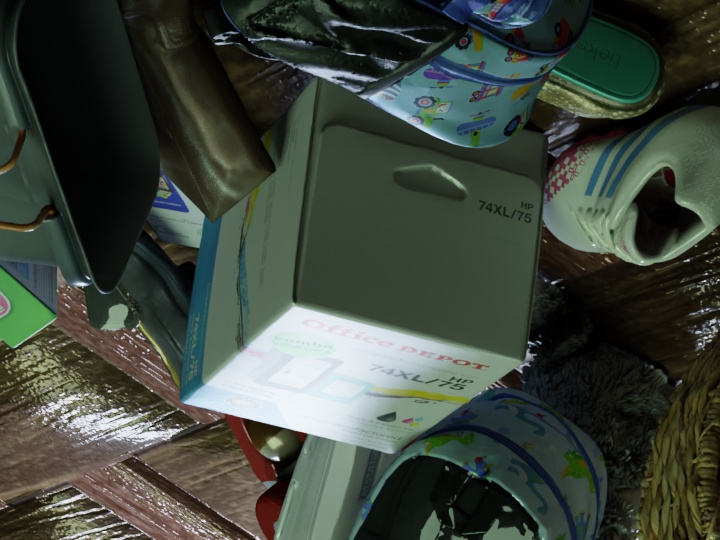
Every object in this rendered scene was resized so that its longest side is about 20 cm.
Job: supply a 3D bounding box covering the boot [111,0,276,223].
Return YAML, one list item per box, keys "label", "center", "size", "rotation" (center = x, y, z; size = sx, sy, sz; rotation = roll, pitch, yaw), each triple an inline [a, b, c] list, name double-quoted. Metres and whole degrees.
- label: "boot"
  center: [-0.085, -0.119, 1.658]
  size: [0.186, 0.064, 0.200]
  rotation: [9, 127, 56]

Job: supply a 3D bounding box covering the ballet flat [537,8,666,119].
- label: "ballet flat"
  center: [0.066, -0.133, 1.578]
  size: [0.200, 0.071, 0.065]
  rotation: [31, 168, -2]

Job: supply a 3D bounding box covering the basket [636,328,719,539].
- label: "basket"
  center: [0.261, 0.101, 1.676]
  size: [0.143, 0.200, 0.149]
  rotation: [38, 154, -19]

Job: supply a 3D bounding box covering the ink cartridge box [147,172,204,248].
- label: "ink cartridge box"
  center: [-0.115, -0.081, 1.859]
  size: [0.099, 0.039, 0.200]
  rotation: [11, 152, 28]

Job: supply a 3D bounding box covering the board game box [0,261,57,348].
- label: "board game box"
  center: [-0.275, -0.064, 1.912]
  size: [0.040, 0.153, 0.200]
  rotation: [-35, 122, 19]

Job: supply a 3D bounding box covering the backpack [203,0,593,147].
- label: "backpack"
  center: [0.038, -0.161, 1.430]
  size: [0.200, 0.183, 0.135]
  rotation: [26, 140, -33]

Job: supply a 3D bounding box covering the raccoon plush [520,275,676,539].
- label: "raccoon plush"
  center: [0.116, 0.107, 1.884]
  size: [0.200, 0.134, 0.097]
  rotation: [38, 152, -24]

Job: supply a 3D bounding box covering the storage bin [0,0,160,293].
- label: "storage bin"
  center: [-0.208, -0.084, 1.620]
  size: [0.134, 0.146, 0.200]
  rotation: [1, 134, 18]

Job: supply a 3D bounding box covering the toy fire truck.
- label: "toy fire truck"
  center: [-0.034, 0.102, 2.069]
  size: [0.168, 0.112, 0.200]
  rotation: [52, 151, 2]

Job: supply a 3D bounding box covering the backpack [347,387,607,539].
- label: "backpack"
  center: [0.070, 0.169, 1.836]
  size: [0.163, 0.154, 0.200]
  rotation: [35, 148, 22]

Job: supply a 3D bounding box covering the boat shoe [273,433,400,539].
- label: "boat shoe"
  center: [-0.008, 0.104, 1.945]
  size: [0.068, 0.200, 0.072]
  rotation: [17, -172, 37]

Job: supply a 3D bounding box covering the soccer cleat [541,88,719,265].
- label: "soccer cleat"
  center: [0.148, -0.036, 1.652]
  size: [0.070, 0.086, 0.200]
  rotation: [33, 153, -14]

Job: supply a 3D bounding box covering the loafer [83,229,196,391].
- label: "loafer"
  center: [-0.152, 0.011, 1.949]
  size: [0.200, 0.072, 0.073]
  rotation: [39, -176, -31]

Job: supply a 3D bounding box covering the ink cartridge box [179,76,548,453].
- label: "ink cartridge box"
  center: [0.000, 0.000, 1.747]
  size: [0.147, 0.146, 0.200]
  rotation: [14, 157, -17]
